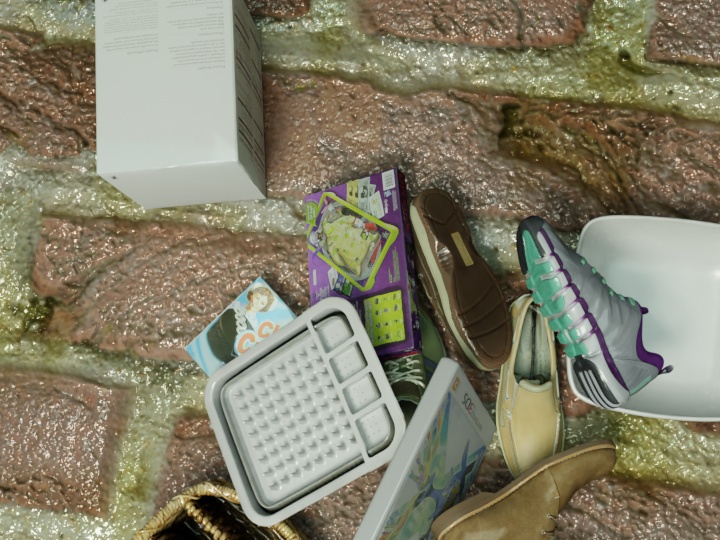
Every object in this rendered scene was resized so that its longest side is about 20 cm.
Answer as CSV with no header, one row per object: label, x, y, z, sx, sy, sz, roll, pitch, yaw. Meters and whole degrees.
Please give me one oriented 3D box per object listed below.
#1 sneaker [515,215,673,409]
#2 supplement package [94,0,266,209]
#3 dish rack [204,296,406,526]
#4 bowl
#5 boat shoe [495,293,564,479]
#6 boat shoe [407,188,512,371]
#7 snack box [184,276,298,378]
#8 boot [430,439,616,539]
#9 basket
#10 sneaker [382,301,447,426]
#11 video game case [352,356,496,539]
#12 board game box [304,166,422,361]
sneaker,0.226,0.029,0.889,0.087,0.074,0.202,-25,88,-12
supplement package,-0.193,-0.188,0.999,0.150,0.151,0.203,-4,79,5
dish rack,-0.053,0.142,0.913,0.199,0.043,0.173,-33,68,18
bowl,0.311,0.052,0.939,0.197,0.075,0.203,6,80,8
boat shoe,0.175,0.125,0.940,0.071,0.076,0.203,-4,82,3
boat shoe,0.100,0.016,0.974,0.074,0.075,0.204,-7,70,-28
snack box,-0.084,0.119,0.991,0.116,0.037,0.200,-43,78,-4
boot,0.172,0.233,0.875,0.198,0.074,0.076,-28,55,-8
basket,-0.123,0.308,0.908,0.200,0.149,0.143,41,87,12
sneaker,0.055,0.122,0.944,0.066,0.090,0.203,-12,79,14
video game case,0.066,0.207,0.871,0.022,0.183,0.201,19,71,29
board game box,0.000,0.000,0.966,0.119,0.032,0.202,-13,68,22
